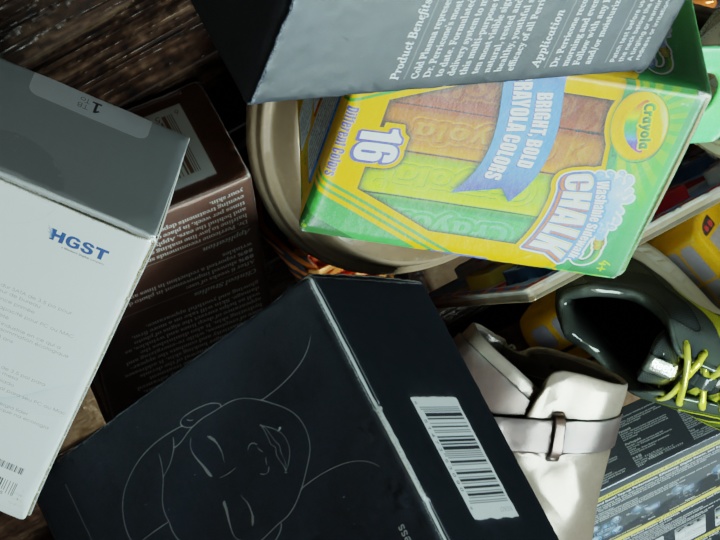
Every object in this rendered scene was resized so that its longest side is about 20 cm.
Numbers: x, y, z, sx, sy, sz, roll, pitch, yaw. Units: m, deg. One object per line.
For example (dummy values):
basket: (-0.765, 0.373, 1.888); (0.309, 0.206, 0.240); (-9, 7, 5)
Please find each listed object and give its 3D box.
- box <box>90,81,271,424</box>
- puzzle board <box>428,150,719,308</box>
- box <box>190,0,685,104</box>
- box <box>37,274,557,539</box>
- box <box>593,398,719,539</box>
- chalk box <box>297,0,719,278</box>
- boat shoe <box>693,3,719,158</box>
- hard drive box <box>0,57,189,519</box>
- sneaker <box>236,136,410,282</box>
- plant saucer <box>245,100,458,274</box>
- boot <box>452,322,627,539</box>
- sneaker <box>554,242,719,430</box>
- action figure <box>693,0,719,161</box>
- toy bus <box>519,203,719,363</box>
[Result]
box: (-0.102, 0.003, 1.348); (0.100, 0.075, 0.200); (-22, 145, -11)
puzzle board: (0.138, -0.029, 1.432); (0.199, 0.017, 0.151); (-27, -172, -21)
box: (0.017, -0.183, 1.068); (0.196, 0.200, 0.124); (-6, 140, -31)
box: (-0.025, 0.138, 1.291); (0.196, 0.201, 0.124); (-35, 162, 23)
box: (0.135, 0.149, 1.517); (0.199, 0.049, 0.161); (-25, 149, -6)
chalk box: (0.080, -0.085, 1.176); (0.199, 0.124, 0.125); (8, 135, -11)
boat shoe: (0.180, -0.096, 1.246); (0.071, 0.199, 0.065); (-37, 127, -42)
hard drive box: (-0.187, 0.001, 1.211); (0.155, 0.077, 0.200); (23, 131, -8)
sneaker: (0.000, 0.000, 1.381); (0.077, 0.112, 0.200); (-32, 147, 4)
plant saucer: (0.036, -0.085, 1.302); (0.199, 0.029, 0.201); (-16, 122, -26)
boot: (0.102, 0.119, 1.393); (0.199, 0.070, 0.147); (23, 102, -20)
sneaker: (0.185, 0.057, 1.407); (0.085, 0.199, 0.075); (-31, 148, -61)
action figure: (0.205, -0.177, 1.348); (0.193, 0.105, 0.200); (-41, 116, 8)
toy bus: (0.186, 0.008, 1.493); (0.200, 0.078, 0.065); (-33, -169, 48)
